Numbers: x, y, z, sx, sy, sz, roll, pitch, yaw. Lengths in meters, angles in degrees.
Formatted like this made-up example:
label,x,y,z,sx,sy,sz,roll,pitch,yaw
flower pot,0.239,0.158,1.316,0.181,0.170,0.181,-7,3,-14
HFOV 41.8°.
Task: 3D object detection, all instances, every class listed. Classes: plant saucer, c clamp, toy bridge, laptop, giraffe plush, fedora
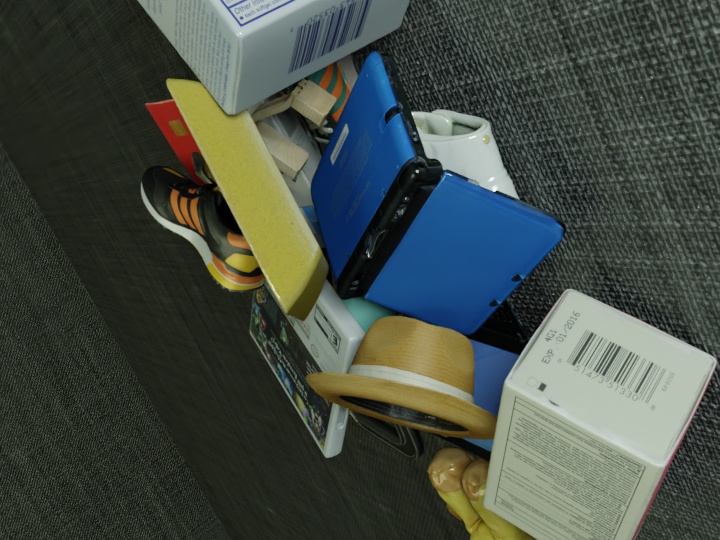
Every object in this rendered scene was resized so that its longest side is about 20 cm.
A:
label,x,y,z,sx,sy,sz,roll,pitch,yaw
plant saucer,-0.081,-0.059,0.797,0.202,0.048,0.200,63,178,4
c clamp,0.019,0.177,1.278,0.199,0.027,0.172,16,138,55
toy bridge,-0.082,-0.117,0.899,0.067,0.027,0.200,34,149,-2
laptop,0.068,0.060,0.923,0.177,0.103,0.201,14,141,57
giraffe plush,0.138,0.291,0.932,0.171,0.163,0.200,3,149,46
fedora,0.047,0.092,0.837,0.198,0.083,0.201,14,166,3

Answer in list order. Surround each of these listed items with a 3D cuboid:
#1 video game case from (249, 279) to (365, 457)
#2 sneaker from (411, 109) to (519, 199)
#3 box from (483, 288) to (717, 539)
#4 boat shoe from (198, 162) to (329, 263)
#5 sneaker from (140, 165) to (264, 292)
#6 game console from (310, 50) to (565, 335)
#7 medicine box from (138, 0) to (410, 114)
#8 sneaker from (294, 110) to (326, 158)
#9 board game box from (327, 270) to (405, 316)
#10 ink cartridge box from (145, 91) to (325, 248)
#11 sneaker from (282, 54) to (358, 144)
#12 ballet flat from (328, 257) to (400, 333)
label,x,y,z,sx,sy,sz,roll,pitch,yaw
video game case,-0.062,0.066,1.000,0.200,0.023,0.183,52,145,37
sneaker,0.054,-0.085,0.823,0.199,0.073,0.117,3,122,51
box,0.184,0.135,0.755,0.127,0.109,0.201,27,146,21
boat shoe,-0.106,-0.079,1.130,0.199,0.072,0.068,37,113,3
sneaker,-0.161,-0.069,1.015,0.200,0.070,0.091,44,130,26
game console,0.052,-0.054,0.773,0.200,0.117,0.172,123,136,-56
medicine box,-0.080,-0.255,0.722,0.201,0.181,0.103,51,155,12
sneaker,-0.112,-0.174,1.021,0.201,0.079,0.078,56,155,0
board game box,0.012,0.055,1.110,0.200,0.023,0.106,22,137,63
ink cartridge box,-0.125,-0.103,1.014,0.174,0.045,0.201,-6,131,30
sneaker,-0.046,-0.173,0.882,0.071,0.080,0.202,21,138,49
ballet flat,0.000,0.000,0.959,0.063,0.068,0.203,-111,13,-82
